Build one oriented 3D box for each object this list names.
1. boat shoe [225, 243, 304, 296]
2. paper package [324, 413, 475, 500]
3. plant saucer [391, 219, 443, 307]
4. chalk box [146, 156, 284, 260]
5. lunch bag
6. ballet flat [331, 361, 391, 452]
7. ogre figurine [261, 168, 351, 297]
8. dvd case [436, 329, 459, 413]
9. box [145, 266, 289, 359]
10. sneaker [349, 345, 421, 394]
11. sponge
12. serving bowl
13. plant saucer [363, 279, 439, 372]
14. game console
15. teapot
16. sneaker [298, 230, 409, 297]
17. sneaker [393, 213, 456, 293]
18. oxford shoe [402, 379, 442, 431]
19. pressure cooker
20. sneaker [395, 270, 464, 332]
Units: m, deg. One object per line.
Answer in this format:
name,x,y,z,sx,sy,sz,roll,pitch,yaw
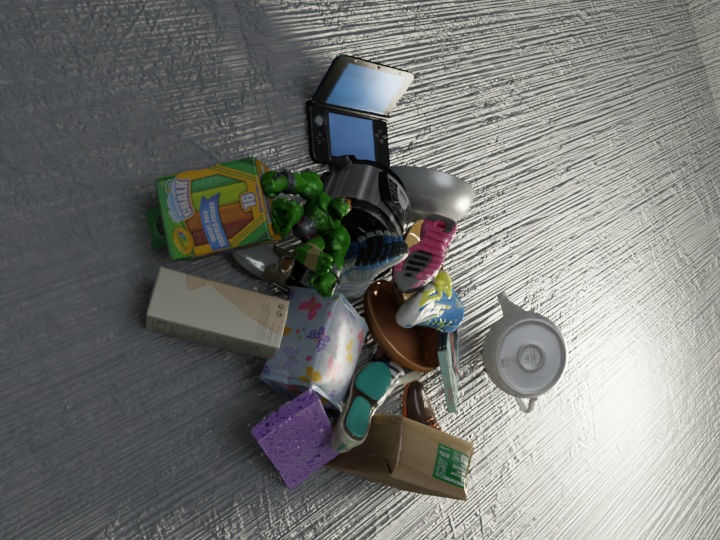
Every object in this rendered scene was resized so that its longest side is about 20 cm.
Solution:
boat shoe,-0.137,-0.008,1.176,0.199,0.068,0.076,32,63,-31
paper package,0.069,0.326,1.213,0.199,0.189,0.105,29,66,-34
plant saucer,0.107,0.004,1.323,0.199,0.035,0.203,1,89,-60
chalk box,-0.232,-0.085,1.048,0.197,0.124,0.127,-13,90,3
lunch bag,-0.068,0.147,1.170,0.200,0.126,0.172,50,51,-56
ballet flat,-0.004,0.226,1.154,0.067,0.062,0.200,39,33,-1
ogre figurine,-0.074,-0.074,1.053,0.200,0.098,0.120,47,39,-7
dvd case,0.174,0.157,1.349,0.201,0.022,0.148,-71,152,-58
box,-0.216,0.067,1.037,0.198,0.095,0.079,16,69,-13
sneaker,0.037,0.185,1.287,0.199,0.074,0.086,-18,94,-52
sponge,-0.096,0.272,1.094,0.111,0.030,0.201,-33,144,-13
serving bowl,0.118,-0.134,1.329,0.199,0.199,0.067,21,75,-35
plant saucer,0.075,0.109,1.305,0.199,0.037,0.201,35,31,-25
game console,0.006,-0.293,1.313,0.198,0.118,0.173,0,82,-39
teapot,0.350,0.183,1.510,0.196,0.146,0.201,34,86,-7
sneaker,0.000,0.000,1.131,0.087,0.198,0.076,50,36,-34
sneaker,0.117,-0.013,1.244,0.200,0.078,0.096,-51,157,-41
oxford shoe,0.137,0.310,1.349,0.071,0.072,0.203,-18,94,-39
pressure cooker,-0.003,-0.099,1.221,0.176,0.177,0.201,20,37,-2
sneaker,0.139,0.073,1.234,0.105,0.076,0.200,50,36,0
